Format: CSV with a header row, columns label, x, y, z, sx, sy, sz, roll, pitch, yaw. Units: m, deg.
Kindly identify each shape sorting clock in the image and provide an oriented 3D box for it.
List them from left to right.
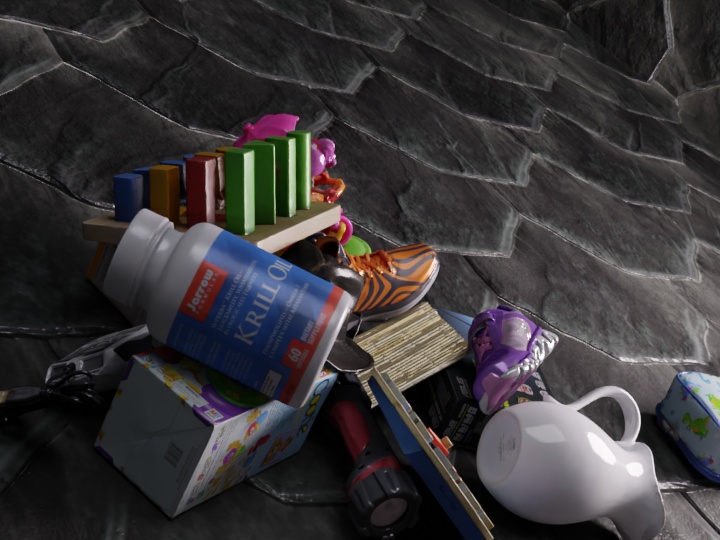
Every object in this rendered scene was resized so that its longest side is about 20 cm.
label,x,y,z,sx,sy,sz,roll,pitch,yaw
shape sorting clock,0.071,0.176,1.233,0.201,0.039,0.200,58,1,-2

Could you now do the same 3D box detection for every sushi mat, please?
label,x,y,z,sx,sy,sz,roll,pitch,yaw
sushi mat,0.027,0.098,1.393,0.199,0.012,0.096,-25,52,-34

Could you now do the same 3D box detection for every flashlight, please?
label,x,y,z,sx,sy,sz,roll,pitch,yaw
flashlight,-0.007,0.168,1.229,0.068,0.068,0.201,54,2,-43

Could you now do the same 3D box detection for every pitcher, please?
label,x,y,z,sx,sy,sz,roll,pitch,yaw
pitcher,0.225,0.189,1.352,0.198,0.121,0.174,19,56,-26

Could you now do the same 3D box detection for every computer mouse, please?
label,x,y,z,sx,sy,sz,roll,pitch,yaw
computer mouse,-0.240,0.094,1.143,0.200,0.108,0.044,-36,109,-69

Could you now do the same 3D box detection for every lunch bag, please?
label,x,y,z,sx,sy,sz,roll,pitch,yaw
lunch bag,0.494,0.215,1.656,0.198,0.083,0.161,13,28,-30

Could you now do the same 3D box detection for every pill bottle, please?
label,x,y,z,sx,sy,sz,roll,pitch,yaw
pill bottle,-0.116,0.028,1.097,0.198,0.113,0.112,25,24,-1

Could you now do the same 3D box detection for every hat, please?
label,x,y,z,sx,sy,sz,roll,pitch,yaw
hat,-0.044,0.020,1.265,0.200,0.081,0.201,35,6,-5

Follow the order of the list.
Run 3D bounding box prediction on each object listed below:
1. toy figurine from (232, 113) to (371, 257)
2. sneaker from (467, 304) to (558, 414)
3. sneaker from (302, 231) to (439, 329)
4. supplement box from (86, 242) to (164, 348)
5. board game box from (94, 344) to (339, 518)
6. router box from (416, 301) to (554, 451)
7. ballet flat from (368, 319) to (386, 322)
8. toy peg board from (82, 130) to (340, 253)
label,x,y,z,sx,sy,sz,roll,pitch,yaw
toy figurine,-0.079,-0.090,1.453,0.197,0.186,0.151,-4,34,-12
sneaker,0.149,0.088,1.379,0.089,0.081,0.200,46,22,5
sneaker,0.000,0.000,1.418,0.199,0.113,0.078,-28,45,-19
supplement box,-0.175,0.030,1.329,0.200,0.074,0.125,41,27,26
board game box,-0.127,0.125,1.159,0.103,0.106,0.199,37,25,20
router box,0.141,0.131,1.475,0.148,0.063,0.201,17,27,-20
ballet flat,-0.044,0.008,1.536,0.069,0.070,0.200,1,32,-45
toy peg board,-0.147,-0.089,1.292,0.197,0.099,0.200,7,15,22
